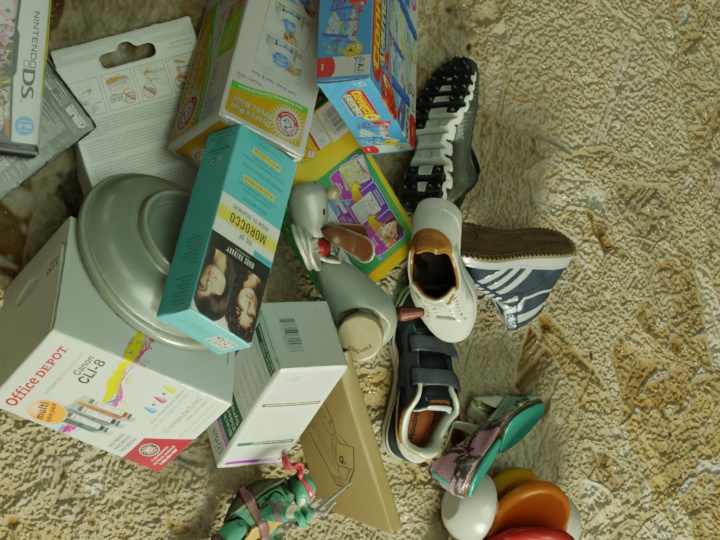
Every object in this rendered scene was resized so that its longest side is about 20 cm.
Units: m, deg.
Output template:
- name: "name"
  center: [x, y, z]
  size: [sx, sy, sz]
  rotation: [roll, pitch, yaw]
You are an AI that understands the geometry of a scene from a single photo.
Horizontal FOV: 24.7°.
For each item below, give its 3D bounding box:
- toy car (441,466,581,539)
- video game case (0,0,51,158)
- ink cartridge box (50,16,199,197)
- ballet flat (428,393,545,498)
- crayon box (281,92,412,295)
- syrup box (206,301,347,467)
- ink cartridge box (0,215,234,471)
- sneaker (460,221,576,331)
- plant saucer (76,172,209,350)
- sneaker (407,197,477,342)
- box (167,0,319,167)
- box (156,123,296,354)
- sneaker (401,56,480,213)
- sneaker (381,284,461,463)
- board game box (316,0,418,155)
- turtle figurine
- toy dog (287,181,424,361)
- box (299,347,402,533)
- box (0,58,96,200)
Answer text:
- name: "toy car"
  center: [0.180, 0.329, 1.871]
  size: [0.174, 0.150, 0.202]
  rotation: [15, 87, -28]
- name: "video game case"
  center: [-0.392, -0.208, 1.539]
  size: [0.198, 0.025, 0.183]
  rotation: [6, 84, -21]
- name: "ink cartridge box"
  center: [-0.220, -0.142, 1.691]
  size: [0.160, 0.050, 0.202]
  rotation: [-18, 89, -25]
- name: "ballet flat"
  center: [0.140, 0.186, 1.876]
  size: [0.200, 0.071, 0.070]
  rotation: [-39, 151, -47]
- name: "crayon box"
  center: [-0.032, -0.076, 1.778]
  size: [0.118, 0.058, 0.201]
  rotation: [-38, 110, -19]
- name: "syrup box"
  center: [-0.092, 0.118, 1.681]
  size: [0.081, 0.200, 0.079]
  rotation: [-2, 56, -29]
- name: "ink cartridge box"
  center: [-0.241, 0.074, 1.605]
  size: [0.199, 0.145, 0.146]
  rotation: [26, 43, -26]
- name: "sneaker"
  center: [0.141, 0.008, 1.844]
  size: [0.198, 0.070, 0.109]
  rotation: [1, 128, -30]
- name: "plant saucer"
  center: [-0.177, -0.020, 1.590]
  size: [0.199, 0.050, 0.202]
  rotation: [26, 43, -27]
- name: "sneaker"
  center: [0.079, 0.022, 1.742]
  size: [0.201, 0.072, 0.085]
  rotation: [76, 22, -45]
- name: "box"
  center: [-0.107, -0.200, 1.664]
  size: [0.101, 0.112, 0.202]
  rotation: [26, 60, -26]
- name: "box"
  center: [-0.124, -0.031, 1.550]
  size: [0.082, 0.049, 0.202]
  rotation: [34, 56, -37]
- name: "sneaker"
  center: [0.100, -0.139, 1.841]
  size: [0.090, 0.066, 0.202]
  rotation: [42, 56, -52]
- name: "sneaker"
  center: [0.075, 0.115, 1.840]
  size: [0.078, 0.079, 0.202]
  rotation: [4, 91, -27]
- name: "board game box"
  center: [0.010, -0.248, 1.690]
  size: [0.055, 0.196, 0.202]
  rotation: [-2, 73, 14]
- name: "turtle figurine"
  center: [-0.103, 0.274, 1.742]
  size: [0.199, 0.101, 0.150]
  rotation: [-30, 152, -14]
- name: "toy dog"
  center: [0.000, 0.000, 1.709]
  size: [0.095, 0.132, 0.201]
  rotation: [-21, 116, 2]
- name: "box"
  center: [-0.028, 0.169, 1.741]
  size: [0.021, 0.163, 0.202]
  rotation: [-22, 104, -25]
- name: "box"
  center: [-0.376, -0.170, 1.580]
  size: [0.160, 0.043, 0.201]
  rotation: [-40, 101, -19]
